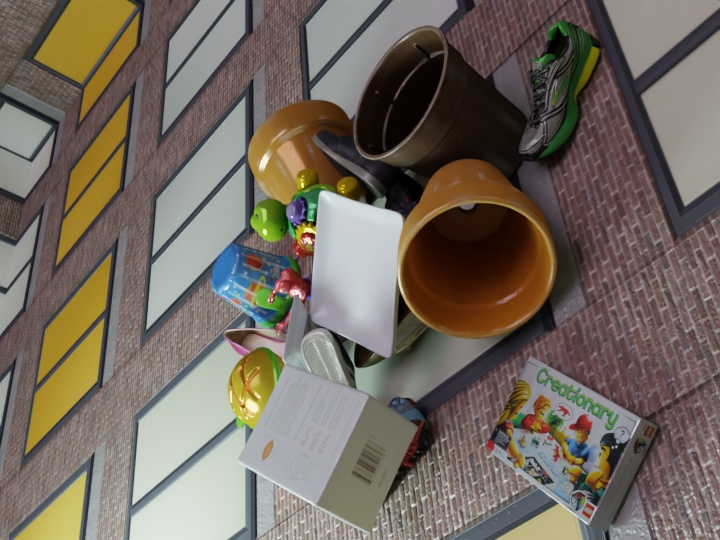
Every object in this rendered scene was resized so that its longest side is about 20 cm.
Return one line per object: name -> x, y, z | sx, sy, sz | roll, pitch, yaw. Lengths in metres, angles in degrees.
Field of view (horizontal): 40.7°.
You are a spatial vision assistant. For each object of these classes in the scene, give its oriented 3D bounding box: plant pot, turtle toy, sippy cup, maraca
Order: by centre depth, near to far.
plant pot -> 0.145, -0.048, 1.271 | 0.201, 0.199, 0.185 | -47, 20, 25
plant pot -> 0.126, -0.213, 1.399 | 0.199, 0.196, 0.204 | -34, 43, 40
turtle toy -> -0.079, -0.076, 1.544 | 0.196, 0.148, 0.102 | 13, 45, 23
maraca -> -0.180, 0.205, 1.660 | 0.199, 0.105, 0.140 | -24, 62, 58
plant pot -> -0.077, -0.159, 1.694 | 0.200, 0.198, 0.185 | -46, 52, 28
sippy cup -> -0.201, 0.018, 1.795 | 0.176, 0.129, 0.142 | -21, 52, 49

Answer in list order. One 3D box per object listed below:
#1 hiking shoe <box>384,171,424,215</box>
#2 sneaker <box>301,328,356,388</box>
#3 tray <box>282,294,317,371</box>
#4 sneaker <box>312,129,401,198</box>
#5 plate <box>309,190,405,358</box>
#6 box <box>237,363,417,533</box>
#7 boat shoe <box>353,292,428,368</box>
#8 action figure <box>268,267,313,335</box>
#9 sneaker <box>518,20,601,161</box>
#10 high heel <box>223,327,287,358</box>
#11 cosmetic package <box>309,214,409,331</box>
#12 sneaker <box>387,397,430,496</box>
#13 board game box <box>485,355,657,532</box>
hiking shoe -> 0.057, -0.089, 1.533 | 0.101, 0.075, 0.201 | -48, 36, 19
sneaker -> -0.029, 0.183, 1.461 | 0.073, 0.084, 0.204 | -15, 87, 13
tray -> -0.081, 0.128, 1.526 | 0.022, 0.201, 0.109 | 2, 64, 12
sneaker -> 0.009, -0.196, 1.547 | 0.107, 0.075, 0.199 | -48, 47, -4
plate -> 0.000, 0.000, 1.391 | 0.198, 0.032, 0.205 | 21, 111, 50
box -> -0.047, 0.232, 1.298 | 0.198, 0.106, 0.154 | 12, 71, 53
boat shoe -> 0.053, 0.092, 1.425 | 0.200, 0.065, 0.075 | -46, 36, 50
action figure -> -0.105, 0.049, 1.568 | 0.065, 0.200, 0.099 | 44, 96, 16
sneaker -> 0.256, -0.245, 1.334 | 0.077, 0.084, 0.204 | 8, 76, 57
high heel -> -0.158, 0.125, 1.689 | 0.199, 0.095, 0.069 | 2, 69, 57
cosmetic package -> 0.019, 0.008, 1.465 | 0.200, 0.086, 0.105 | -40, 65, 45
sneaker -> 0.019, 0.260, 1.367 | 0.200, 0.079, 0.096 | -45, 30, 14
board game box -> 0.235, 0.192, 1.113 | 0.199, 0.034, 0.128 | 29, 93, 59
